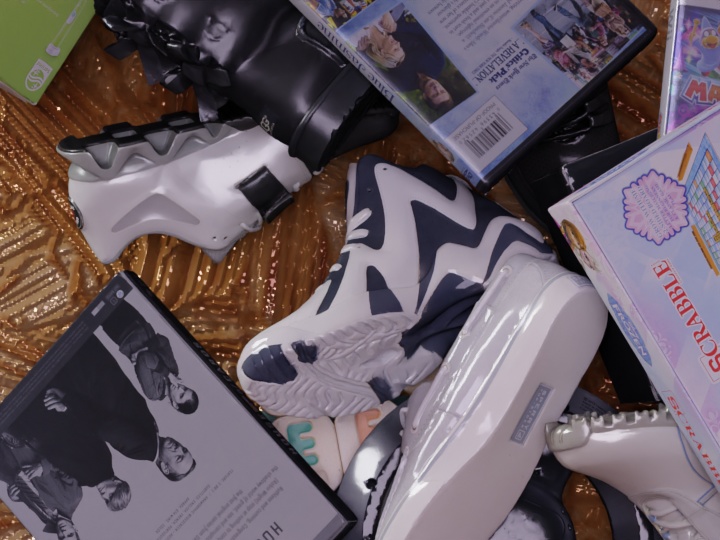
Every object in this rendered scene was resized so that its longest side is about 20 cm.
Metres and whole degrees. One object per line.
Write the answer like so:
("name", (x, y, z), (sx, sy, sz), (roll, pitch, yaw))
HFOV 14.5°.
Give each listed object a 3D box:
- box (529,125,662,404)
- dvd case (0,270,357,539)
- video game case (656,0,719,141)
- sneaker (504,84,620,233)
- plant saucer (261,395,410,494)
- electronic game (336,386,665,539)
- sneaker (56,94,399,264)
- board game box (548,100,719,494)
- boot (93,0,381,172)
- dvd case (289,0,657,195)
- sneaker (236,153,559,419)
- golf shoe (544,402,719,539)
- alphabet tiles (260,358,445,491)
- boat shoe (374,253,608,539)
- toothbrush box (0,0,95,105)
("box", (0.217, -0.026, 1.588), (0.200, 0.079, 0.141), (-22, 88, -12))
("dvd case", (-0.118, 0.122, 1.610), (0.150, 0.025, 0.200), (-47, 74, 13))
("video game case", (0.229, -0.045, 1.545), (0.143, 0.018, 0.200), (7, 84, -11))
("sneaker", (0.105, -0.115, 1.630), (0.073, 0.082, 0.200), (-15, 84, -2))
("plant saucer", (-0.056, 0.116, 1.644), (0.200, 0.019, 0.070), (-6, 83, 1))
("electronic game", (0.082, 0.155, 1.593), (0.200, 0.042, 0.200), (0, 78, -1))
("sneaker", (-0.071, -0.053, 1.645), (0.200, 0.074, 0.089), (-13, 106, -6))
("board game box", (0.235, -0.001, 1.511), (0.199, 0.041, 0.200), (-31, 92, -13))
("boot", (-0.043, -0.162, 1.604), (0.162, 0.073, 0.198), (35, 61, 6))
("dvd case", (0.048, -0.157, 1.569), (0.143, 0.018, 0.200), (-42, 82, -20))
("sneaker", (0.000, 0.000, 1.606), (0.199, 0.080, 0.130), (-26, 50, -16))
("golf shoe", (0.189, 0.127, 1.558), (0.200, 0.078, 0.097), (12, 77, -28))
("alphabet tiles", (0.012, 0.123, 1.621), (0.200, 0.015, 0.196), (-10, 83, -3))
("boat shoe", (0.057, 0.081, 1.553), (0.069, 0.072, 0.200), (33, 98, 40))
("toothbrush box", (-0.202, -0.218, 1.630), (0.146, 0.086, 0.200), (30, 84, 36))
